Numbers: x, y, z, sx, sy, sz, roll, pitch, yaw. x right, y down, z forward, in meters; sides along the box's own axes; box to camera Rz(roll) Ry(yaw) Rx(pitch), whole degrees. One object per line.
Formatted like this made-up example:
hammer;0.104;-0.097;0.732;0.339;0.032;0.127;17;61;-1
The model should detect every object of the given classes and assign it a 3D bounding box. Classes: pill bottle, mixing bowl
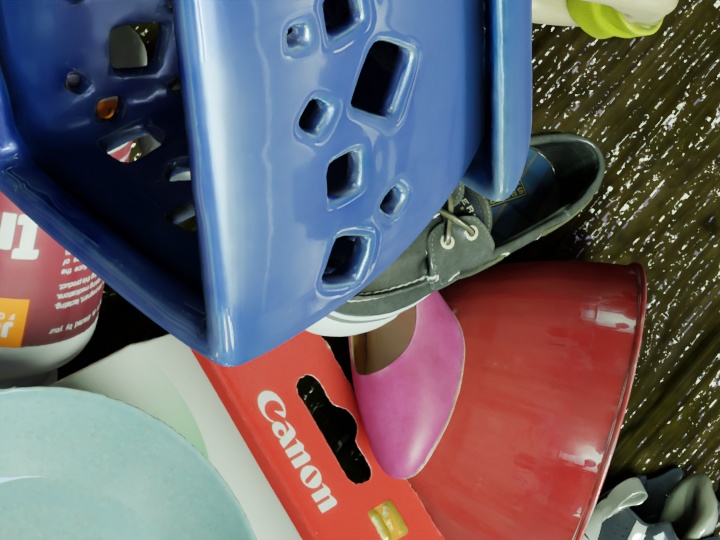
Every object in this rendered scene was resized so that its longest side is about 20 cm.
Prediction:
pill bottle;-0.170;-0.024;1.116;0.113;0.113;0.200;0;118;-27
mixing bowl;0.067;0.074;1.269;0.108;0.200;0.200;19;111;-3

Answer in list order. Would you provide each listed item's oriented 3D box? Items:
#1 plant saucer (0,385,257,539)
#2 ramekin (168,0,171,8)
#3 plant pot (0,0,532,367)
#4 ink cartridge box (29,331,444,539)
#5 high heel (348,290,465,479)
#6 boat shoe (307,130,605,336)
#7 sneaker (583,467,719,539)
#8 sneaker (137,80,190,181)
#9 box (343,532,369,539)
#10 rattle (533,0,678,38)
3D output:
plant saucer;-0.139;0.151;1.037;0.201;0.039;0.201;1;83;-5
ramekin;-0.110;-0.220;1.039;0.200;0.098;0.201;-13;124;-20
plant pot;-0.041;-0.110;0.953;0.180;0.200;0.200;-23;127;-29
ink cartridge box;-0.058;0.101;1.137;0.200;0.161;0.050;-28;175;-35
high heel;0.000;0.000;1.187;0.096;0.067;0.200;21;65;-41
boat shoe;0.040;-0.027;1.157;0.200;0.057;0.069;-25;89;-42
sneaker;0.195;0.187;1.447;0.199;0.080;0.130;34;108;-27
sneaker;-0.013;-0.085;1.137;0.200;0.074;0.081;-18;167;-28
box;-0.007;0.206;1.301;0.193;0.048;0.200;-17;142;41
rattle;0.059;-0.185;1.167;0.200;0.130;0.143;9;105;-2
